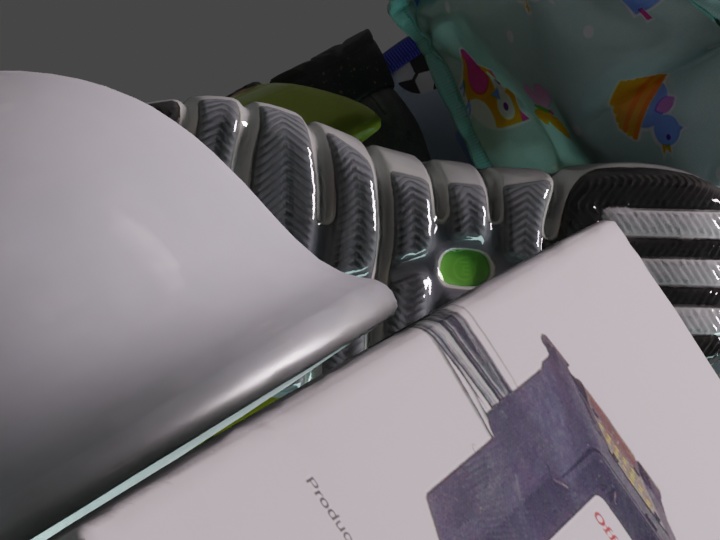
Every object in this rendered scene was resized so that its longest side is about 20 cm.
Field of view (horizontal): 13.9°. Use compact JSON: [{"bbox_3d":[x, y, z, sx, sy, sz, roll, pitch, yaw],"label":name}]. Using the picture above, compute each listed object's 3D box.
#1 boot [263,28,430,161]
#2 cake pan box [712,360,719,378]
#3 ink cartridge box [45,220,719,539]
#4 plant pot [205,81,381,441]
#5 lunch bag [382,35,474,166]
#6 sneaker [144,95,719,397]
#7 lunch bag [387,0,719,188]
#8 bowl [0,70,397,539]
[{"bbox_3d":[-0.021,0.014,1.012,0.068,0.131,0.200,-30,178,-36],"label":"boot"},{"bbox_3d":[0.180,0.004,0.945,0.200,0.052,0.184,-43,166,-14],"label":"cake pan box"},{"bbox_3d":[-0.026,0.078,0.447,0.144,0.085,0.200,-33,177,26],"label":"ink cartridge box"},{"bbox_3d":[-0.062,0.066,0.905,0.200,0.182,0.199,-33,178,42],"label":"plant pot"},{"bbox_3d":[0.063,-0.015,1.099,0.200,0.170,0.124,-34,175,14],"label":"lunch bag"},{"bbox_3d":[0.000,0.000,0.813,0.199,0.075,0.115,8,178,-9],"label":"sneaker"},{"bbox_3d":[0.125,-0.091,0.860,0.170,0.122,0.200,-31,-176,-20],"label":"lunch bag"},{"bbox_3d":[-0.100,0.022,0.486,0.201,0.091,0.201,-32,179,-1],"label":"bowl"}]
